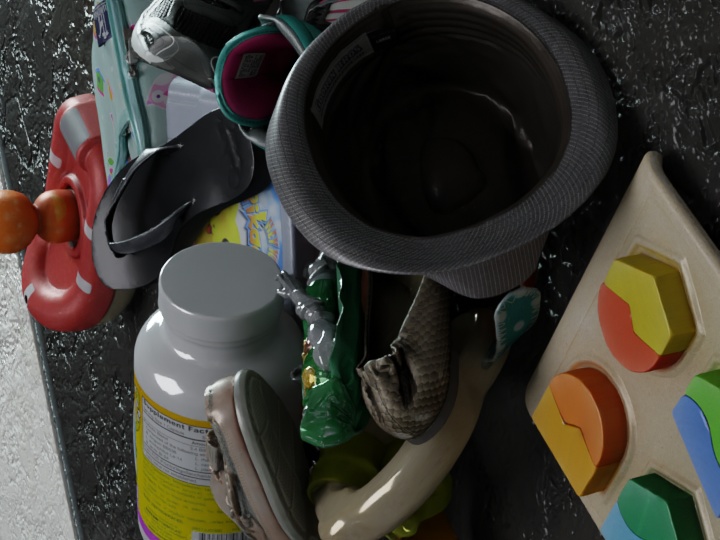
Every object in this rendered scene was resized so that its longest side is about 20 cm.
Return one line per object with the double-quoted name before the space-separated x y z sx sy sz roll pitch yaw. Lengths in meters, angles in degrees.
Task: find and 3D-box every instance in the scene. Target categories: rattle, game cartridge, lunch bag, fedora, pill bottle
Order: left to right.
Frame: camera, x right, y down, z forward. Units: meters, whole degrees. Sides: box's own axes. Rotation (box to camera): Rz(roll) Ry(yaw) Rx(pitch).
"lunch bag" -0.145 -0.110 1.451 0.200 0.077 0.161 107 154 -67
"pill bottle" -0.085 0.084 1.244 0.104 0.104 0.201 -126 31 -45
"game cartridge" -0.071 -0.022 1.312 0.133 0.040 0.201 10 107 45
"fedora" 0.046 -0.054 1.063 0.200 0.176 0.090 57 173 38
"rattle" 0.075 0.093 1.135 0.200 0.143 0.130 -47 1 11

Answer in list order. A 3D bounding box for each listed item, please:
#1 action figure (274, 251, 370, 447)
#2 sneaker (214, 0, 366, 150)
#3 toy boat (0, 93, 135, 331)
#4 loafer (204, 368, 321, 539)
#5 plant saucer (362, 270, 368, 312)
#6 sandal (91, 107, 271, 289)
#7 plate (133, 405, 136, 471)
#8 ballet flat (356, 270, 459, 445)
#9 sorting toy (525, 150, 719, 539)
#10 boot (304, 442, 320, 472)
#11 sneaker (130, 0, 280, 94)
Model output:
"action figure" -0.017 0.034 1.141 0.200 0.054 0.119 -90 -5 -60
"sneaker" -0.034 -0.125 1.212 0.200 0.120 0.084 48 133 51
"toy boat" -0.250 -0.041 1.667 0.131 0.130 0.201 58 144 43
"loafer" -0.057 0.134 1.182 0.200 0.063 0.072 63 -161 -45
"plant saucer" 0.000 0.000 1.278 0.200 0.032 0.201 25 118 60
"sandal" -0.126 -0.049 1.309 0.200 0.043 0.076 -38 69 47
"plate" -0.131 0.156 1.591 0.200 0.025 0.201 22 114 61
"ballet flat" 0.022 0.007 1.109 0.067 0.046 0.201 -40 32 37
"sorting toy" 0.144 0.073 0.992 0.200 0.036 0.185 64 148 35
"boot" -0.054 0.194 1.420 0.200 0.072 0.167 31 111 60
"sneaker" -0.086 -0.184 1.288 0.200 0.080 0.087 -78 10 -59
